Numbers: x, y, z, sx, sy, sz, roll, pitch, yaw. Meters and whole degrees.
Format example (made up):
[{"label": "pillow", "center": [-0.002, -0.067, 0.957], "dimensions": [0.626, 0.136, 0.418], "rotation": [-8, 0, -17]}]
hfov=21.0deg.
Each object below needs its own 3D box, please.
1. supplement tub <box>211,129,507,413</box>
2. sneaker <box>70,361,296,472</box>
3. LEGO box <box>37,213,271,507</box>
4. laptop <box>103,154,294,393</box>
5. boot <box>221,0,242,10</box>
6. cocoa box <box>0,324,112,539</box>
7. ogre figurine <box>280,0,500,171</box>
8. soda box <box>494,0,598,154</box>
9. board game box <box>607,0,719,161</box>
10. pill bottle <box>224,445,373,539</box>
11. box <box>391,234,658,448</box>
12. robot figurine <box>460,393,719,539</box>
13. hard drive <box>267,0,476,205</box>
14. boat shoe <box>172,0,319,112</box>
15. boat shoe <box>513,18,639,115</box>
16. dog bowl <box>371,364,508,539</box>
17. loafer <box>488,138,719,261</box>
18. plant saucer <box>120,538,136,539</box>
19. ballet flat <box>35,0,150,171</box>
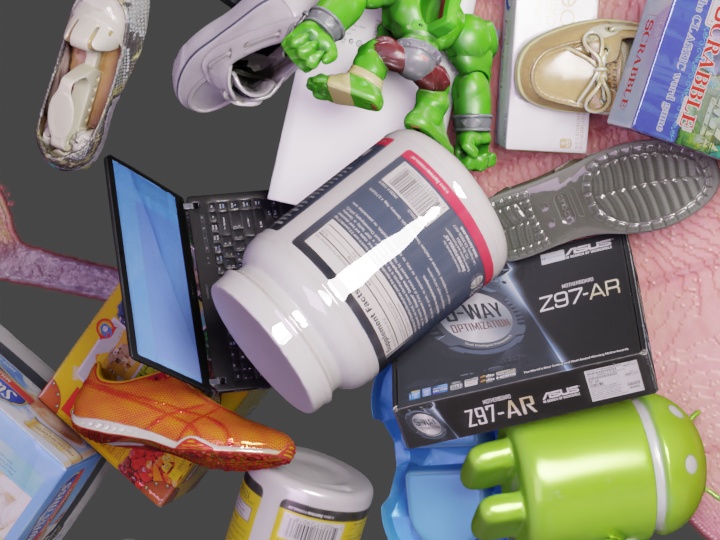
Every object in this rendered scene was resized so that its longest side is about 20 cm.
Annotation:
[{"label": "supplement tub", "center": [0.000, 0.000, 1.488], "dimensions": [0.200, 0.140, 0.141], "rotation": [-38, 83, -15]}, {"label": "sneaker", "center": [-0.144, 0.117, 1.594], "dimensions": [0.199, 0.073, 0.078], "rotation": [13, 74, 17]}, {"label": "LEGO box", "center": [-0.156, 0.076, 1.674], "dimensions": [0.149, 0.077, 0.200], "rotation": [40, 107, 10]}, {"label": "laptop", "center": [-0.099, -0.002, 1.558], "dimensions": [0.199, 0.103, 0.178], "rotation": [-5, 67, -12]}, {"label": "boot", "center": [-0.053, -0.271, 1.551], "dimensions": [0.076, 0.200, 0.168], "rotation": [32, 107, -26]}, {"label": "cocoa box", "center": [-0.333, 0.146, 1.712], "dimensions": [0.200, 0.131, 0.134], "rotation": [40, 107, 10]}, {"label": "ogre figurine", "center": [0.040, -0.169, 1.522], "dimensions": [0.199, 0.098, 0.120], "rotation": [25, 75, -9]}, {"label": "soda box", "center": [0.149, -0.194, 1.539], "dimensions": [0.068, 0.064, 0.201], "rotation": [3, 99, -5]}, {"label": "board game box", "center": [0.303, -0.174, 1.440], "dimensions": [0.199, 0.041, 0.201], "rotation": [15, 96, -24]}, {"label": "pill bottle", "center": [-0.068, 0.258, 1.648], "dimensions": [0.111, 0.111, 0.201], "rotation": [21, 102, 15]}, {"label": "box", "center": [0.124, 0.052, 1.523], "dimensions": [0.199, 0.161, 0.044], "rotation": [-13, 125, 11]}, {"label": "robot figurine", "center": [0.182, 0.160, 1.534], "dimensions": [0.199, 0.116, 0.176], "rotation": [-8, 67, -7]}, {"label": "hard drive", "center": [0.010, -0.142, 1.590], "dimensions": [0.131, 0.026, 0.201], "rotation": [13, 91, 2]}, {"label": "boat shoe", "center": [-0.096, -0.168, 1.586], "dimensions": [0.200, 0.073, 0.066], "rotation": [-39, 50, 53]}, {"label": "boat shoe", "center": [0.219, -0.153, 1.490], "dimensions": [0.199, 0.063, 0.074], "rotation": [2, 99, -10]}, {"label": "dog bowl", "center": [0.073, 0.154, 1.623], "dimensions": [0.111, 0.050, 0.201], "rotation": [-4, 95, 18]}, {"label": "loafer", "center": [0.186, -0.064, 1.546], "dimensions": [0.199, 0.070, 0.076], "rotation": [-13, 104, 16]}, {"label": "plant saucer", "center": [-0.176, 0.331, 1.686], "dimensions": [0.050, 0.200, 0.201], "rotation": [-2, 98, -26]}, {"label": "ballet flat", "center": [-0.232, -0.178, 1.674], "dimensions": [0.072, 0.072, 0.201], "rotation": [21, 102, 15]}]
